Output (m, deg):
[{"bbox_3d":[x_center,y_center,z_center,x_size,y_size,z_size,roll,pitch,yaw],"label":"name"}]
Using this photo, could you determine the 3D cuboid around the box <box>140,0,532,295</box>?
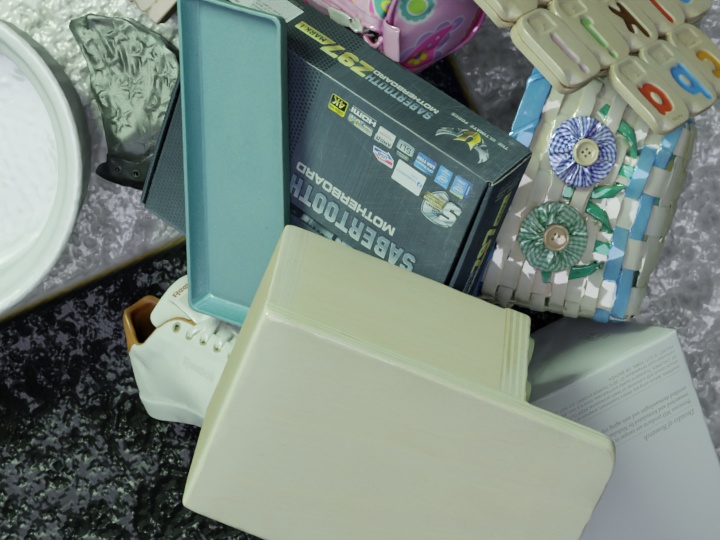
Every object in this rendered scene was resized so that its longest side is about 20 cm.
[{"bbox_3d":[-0.018,-0.051,1.438,0.200,0.051,0.158,35,131,16],"label":"box"}]

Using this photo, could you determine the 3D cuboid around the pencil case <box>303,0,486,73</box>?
[{"bbox_3d":[-0.017,-0.187,1.473,0.200,0.087,0.088,38,102,34],"label":"pencil case"}]

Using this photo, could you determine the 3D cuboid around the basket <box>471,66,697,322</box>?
[{"bbox_3d":[0.087,-0.063,1.498,0.200,0.139,0.177,17,97,13],"label":"basket"}]

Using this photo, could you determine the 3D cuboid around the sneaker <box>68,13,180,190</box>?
[{"bbox_3d":[-0.110,-0.063,1.559,0.104,0.060,0.200,-9,94,7],"label":"sneaker"}]

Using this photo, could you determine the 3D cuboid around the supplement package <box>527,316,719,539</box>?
[{"bbox_3d":[0.137,0.143,1.503,0.120,0.121,0.200,-26,104,-23],"label":"supplement package"}]

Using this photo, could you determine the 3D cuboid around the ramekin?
[{"bbox_3d":[-0.257,-0.067,1.548,0.200,0.098,0.201,1,98,5],"label":"ramekin"}]

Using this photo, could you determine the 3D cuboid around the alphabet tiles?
[{"bbox_3d":[0.127,-0.160,1.452,0.196,0.200,0.015,47,124,8],"label":"alphabet tiles"}]

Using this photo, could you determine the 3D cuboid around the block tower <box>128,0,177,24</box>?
[{"bbox_3d":[-0.177,-0.232,1.539,0.200,0.054,0.058,42,99,-1],"label":"block tower"}]

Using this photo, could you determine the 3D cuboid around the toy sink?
[{"bbox_3d":[0.024,0.083,1.374,0.200,0.112,0.131,21,117,-5],"label":"toy sink"}]

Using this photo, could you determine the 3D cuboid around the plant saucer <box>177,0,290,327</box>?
[{"bbox_3d":[-0.067,-0.058,1.424,0.070,0.019,0.200,18,125,29],"label":"plant saucer"}]

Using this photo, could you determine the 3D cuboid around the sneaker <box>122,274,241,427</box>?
[{"bbox_3d":[-0.080,0.047,1.507,0.073,0.200,0.085,-32,109,-34],"label":"sneaker"}]
